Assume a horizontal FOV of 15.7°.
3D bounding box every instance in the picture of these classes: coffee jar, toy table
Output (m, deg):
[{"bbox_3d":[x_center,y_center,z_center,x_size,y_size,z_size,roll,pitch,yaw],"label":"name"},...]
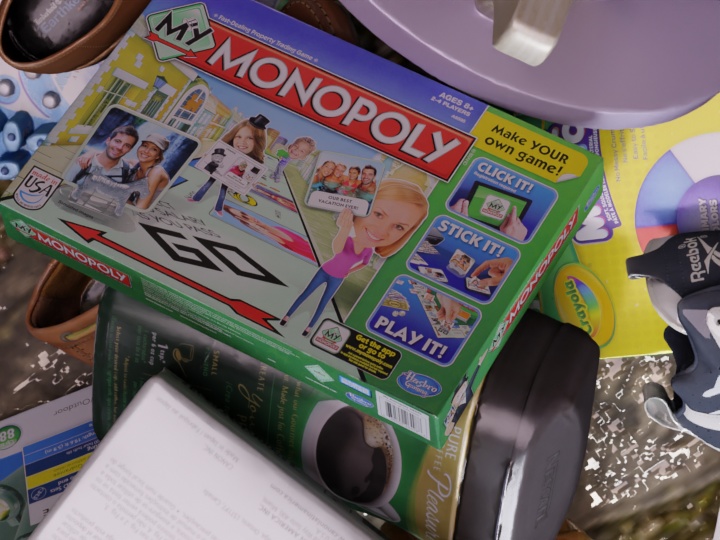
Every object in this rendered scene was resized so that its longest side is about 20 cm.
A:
[{"bbox_3d":[-0.005,0.048,1.059,0.200,0.085,0.104,17,127,13],"label":"coffee jar"},{"bbox_3d":[0.079,-0.144,1.011,0.200,0.117,0.184,13,70,-12],"label":"toy table"}]

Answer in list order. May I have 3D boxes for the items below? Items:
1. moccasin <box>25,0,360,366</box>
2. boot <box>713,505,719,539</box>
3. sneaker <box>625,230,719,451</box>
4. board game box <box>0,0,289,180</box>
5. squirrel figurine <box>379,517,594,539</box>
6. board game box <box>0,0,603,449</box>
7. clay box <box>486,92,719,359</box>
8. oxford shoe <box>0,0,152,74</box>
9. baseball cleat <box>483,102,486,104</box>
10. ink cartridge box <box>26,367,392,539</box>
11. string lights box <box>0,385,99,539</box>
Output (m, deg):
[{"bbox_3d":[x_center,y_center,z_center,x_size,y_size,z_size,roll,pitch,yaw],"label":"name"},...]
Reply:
[{"bbox_3d":[-0.074,-0.040,1.125,0.201,0.078,0.074,-44,51,26],"label":"moccasin"},{"bbox_3d":[0.194,0.154,1.138,0.090,0.073,0.200,12,107,12],"label":"boot"},{"bbox_3d":[0.178,-0.006,1.041,0.129,0.080,0.199,19,118,-5],"label":"sneaker"},{"bbox_3d":[-0.128,-0.165,1.132,0.200,0.026,0.200,-29,98,17],"label":"board game box"},{"bbox_3d":[0.057,0.192,1.107,0.141,0.200,0.187,8,120,15],"label":"squirrel figurine"},{"bbox_3d":[-0.023,-0.029,1.028,0.200,0.135,0.029,25,154,18],"label":"board game box"},{"bbox_3d":[0.146,-0.025,1.110,0.200,0.048,0.115,-7,104,11],"label":"clay box"},{"bbox_3d":[-0.080,-0.154,1.077,0.071,0.071,0.200,39,107,-1],"label":"oxford shoe"},{"bbox_3d":[0.000,0.000,1.143,0.200,0.070,0.107,-37,62,31],"label":"baseball cleat"},{"bbox_3d":[-0.074,0.165,1.011,0.162,0.050,0.200,38,92,0],"label":"ink cartridge box"},{"bbox_3d":[-0.124,0.144,1.120,0.103,0.200,0.059,-22,130,5],"label":"string lights box"}]
